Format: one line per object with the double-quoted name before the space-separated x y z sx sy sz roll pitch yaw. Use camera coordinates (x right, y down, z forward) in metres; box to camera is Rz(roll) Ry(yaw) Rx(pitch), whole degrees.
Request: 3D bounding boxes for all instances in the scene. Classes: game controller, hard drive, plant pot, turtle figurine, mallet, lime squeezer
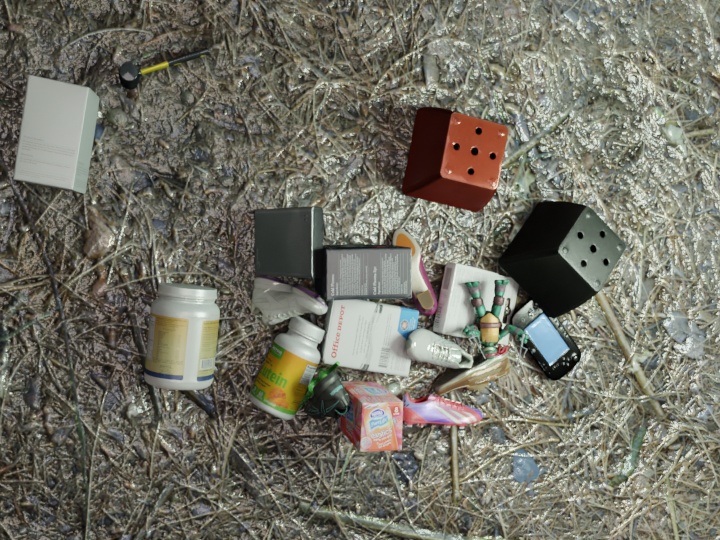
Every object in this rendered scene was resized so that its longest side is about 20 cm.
"game controller" 0.440 0.162 1.605 0.104 0.042 0.201 -40 98 -13
"hard drive" -0.153 -0.059 1.411 0.032 0.197 0.143 -2 93 -43
"plant pot" 0.221 -0.252 1.479 0.195 0.176 0.205 11 90 -11
"turtle figurine" 0.289 0.125 1.509 0.146 0.101 0.205 -4 88 -13
"mallet" -0.409 -0.431 1.403 0.196 0.066 0.042 -24 95 -10
"plant pot" 0.468 -0.035 1.518 0.199 0.177 0.201 42 73 -9
"lime squeezer" -0.094 0.245 1.481 0.038 0.070 0.201 49 120 15

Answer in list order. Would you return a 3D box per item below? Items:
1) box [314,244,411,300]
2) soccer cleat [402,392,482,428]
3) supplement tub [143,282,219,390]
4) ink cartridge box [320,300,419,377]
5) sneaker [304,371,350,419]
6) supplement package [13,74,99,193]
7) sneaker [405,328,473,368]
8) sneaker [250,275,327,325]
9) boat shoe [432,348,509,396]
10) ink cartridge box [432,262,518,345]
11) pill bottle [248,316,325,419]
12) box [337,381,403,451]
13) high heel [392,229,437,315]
"box" 0.000 0.000 1.433 0.177 0.200 0.107 -2 94 -11
"soccer cleat" 0.188 0.320 1.554 0.195 0.067 0.079 1 90 -8
"supplement tub" -0.367 0.134 1.395 0.141 0.144 0.205 6 91 -11
"ink cartridge box" 0.018 0.143 1.501 0.195 0.086 0.150 11 90 -10
"sneaker" -0.069 0.288 1.434 0.075 0.201 0.079 -37 74 -25
"supplement package" -0.603 -0.267 1.346 0.114 0.117 0.205 10 91 -10
"sneaker" 0.178 0.176 1.494 0.198 0.079 0.072 19 83 -43
"sneaker" -0.153 0.077 1.431 0.074 0.197 0.102 24 81 -55
"boat shoe" 0.263 0.249 1.561 0.196 0.076 0.073 -23 98 -8
"ink cartridge box" 0.272 0.079 1.579 0.196 0.050 0.165 12 90 -30
"pill bottle" -0.152 0.206 1.457 0.109 0.111 0.203 26 87 -11
"box" 0.017 0.308 1.447 0.092 0.200 0.105 2 92 -16
"high heel" 0.124 0.006 1.546 0.066 0.096 0.203 -27 76 0
